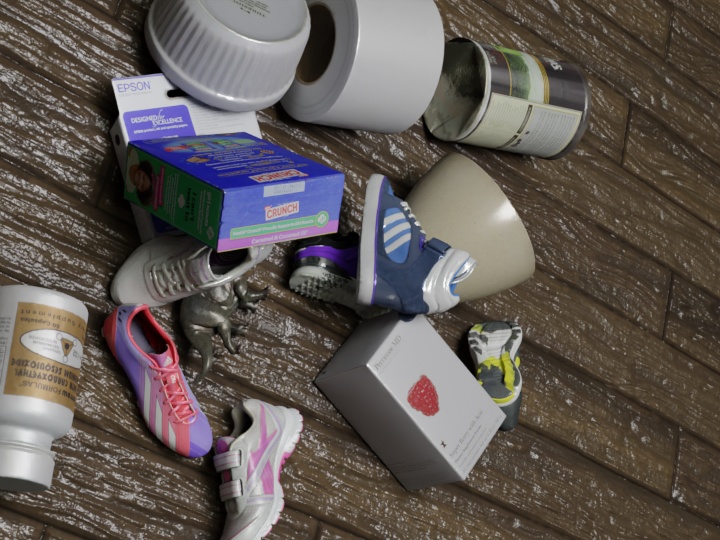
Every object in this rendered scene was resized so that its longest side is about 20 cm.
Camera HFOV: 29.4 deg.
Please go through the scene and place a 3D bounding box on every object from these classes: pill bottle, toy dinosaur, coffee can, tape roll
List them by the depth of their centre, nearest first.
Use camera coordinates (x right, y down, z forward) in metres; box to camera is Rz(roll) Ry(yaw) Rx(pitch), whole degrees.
[{"bbox_3d":[-0.358,0.126,1.451,0.114,0.114,0.201,17,67,-32],"label":"pill bottle"},{"bbox_3d":[-0.174,0.041,1.652,0.102,0.077,0.201,28,77,-10],"label":"toy dinosaur"},{"bbox_3d":[-0.006,-0.283,1.779,0.139,0.202,0.204,4,74,-35],"label":"tape roll"},{"bbox_3d":[0.208,-0.243,1.962,0.199,0.146,0.147,6,73,-35],"label":"coffee can"}]

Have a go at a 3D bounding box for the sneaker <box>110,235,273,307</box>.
[{"bbox_3d":[-0.200,-0.008,1.568,0.100,0.199,0.075,-72,139,-78],"label":"sneaker"}]

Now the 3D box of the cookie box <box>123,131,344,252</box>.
[{"bbox_3d":[-0.146,-0.095,1.562,0.171,0.200,0.076,-10,115,-39],"label":"cookie box"}]

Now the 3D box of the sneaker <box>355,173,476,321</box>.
[{"bbox_3d":[0.072,-0.030,1.722,0.146,0.081,0.201,6,52,-2],"label":"sneaker"}]

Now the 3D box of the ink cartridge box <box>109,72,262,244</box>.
[{"bbox_3d":[-0.205,-0.145,1.689,0.197,0.043,0.201,-13,86,-39],"label":"ink cartridge box"}]

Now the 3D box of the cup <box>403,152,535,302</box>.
[{"bbox_3d":[0.113,-0.035,1.822,0.143,0.200,0.201,-33,98,-14],"label":"cup"}]

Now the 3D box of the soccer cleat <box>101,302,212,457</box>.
[{"bbox_3d":[-0.226,0.127,1.573,0.067,0.076,0.201,-34,98,-38],"label":"soccer cleat"}]

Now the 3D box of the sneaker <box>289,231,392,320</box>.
[{"bbox_3d":[0.000,0.000,1.785,0.200,0.069,0.100,23,55,-33],"label":"sneaker"}]

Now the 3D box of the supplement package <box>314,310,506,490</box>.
[{"bbox_3d":[0.064,0.164,1.751,0.200,0.120,0.121,50,54,-14],"label":"supplement package"}]

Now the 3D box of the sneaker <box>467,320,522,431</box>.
[{"bbox_3d":[0.182,0.140,1.860,0.200,0.074,0.085,-78,165,-59],"label":"sneaker"}]

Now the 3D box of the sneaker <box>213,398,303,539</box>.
[{"bbox_3d":[-0.138,0.238,1.611,0.088,0.081,0.201,30,52,-25],"label":"sneaker"}]

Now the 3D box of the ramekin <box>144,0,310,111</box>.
[{"bbox_3d":[-0.157,-0.305,1.694,0.199,0.105,0.201,17,49,-20],"label":"ramekin"}]
